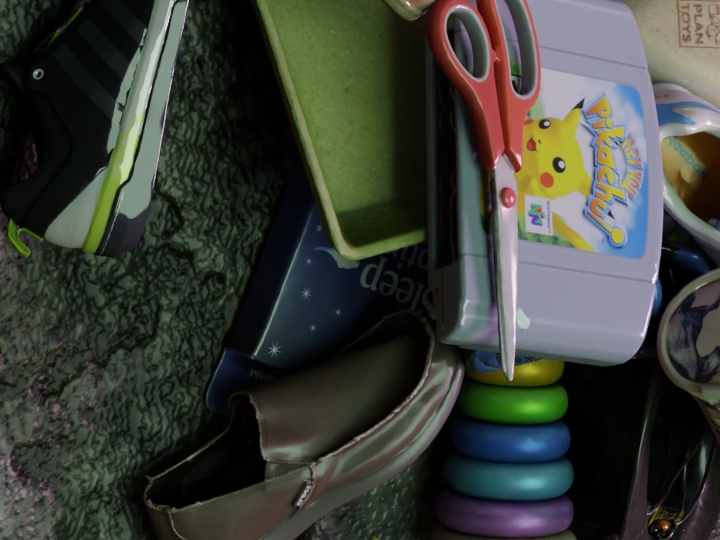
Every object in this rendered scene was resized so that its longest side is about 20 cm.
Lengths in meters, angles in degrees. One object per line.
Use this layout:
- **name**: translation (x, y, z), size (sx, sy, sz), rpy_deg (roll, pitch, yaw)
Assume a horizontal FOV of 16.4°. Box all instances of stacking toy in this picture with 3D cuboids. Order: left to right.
- **stacking toy**: translation (0.085, 0.069, 1.428), size (0.085, 0.085, 0.200), rpy_deg (-4, 98, -38)

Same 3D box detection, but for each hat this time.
- **hat**: translation (0.161, 0.100, 1.479), size (0.201, 0.081, 0.201), rpy_deg (-40, 138, -49)

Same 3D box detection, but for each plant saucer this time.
- **plant saucer**: translation (0.028, -0.115, 1.315), size (0.200, 0.048, 0.200), rpy_deg (-16, 87, -34)

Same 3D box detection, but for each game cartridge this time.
- **game cartridge**: translation (0.096, -0.054, 1.294), size (0.133, 0.040, 0.200), rpy_deg (9, 73, -35)

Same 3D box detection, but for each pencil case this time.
- **pencil case**: translation (0.220, 0.067, 1.393), size (0.200, 0.078, 0.090), rpy_deg (51, 34, -61)

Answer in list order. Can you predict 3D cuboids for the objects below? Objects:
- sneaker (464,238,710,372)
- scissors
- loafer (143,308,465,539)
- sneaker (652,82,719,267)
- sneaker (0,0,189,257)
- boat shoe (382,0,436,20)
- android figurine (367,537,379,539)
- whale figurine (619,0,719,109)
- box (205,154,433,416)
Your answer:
- **sneaker**: translation (0.121, 0.008, 1.353), size (0.200, 0.078, 0.075), rpy_deg (-19, 105, -50)
- **scissors**: translation (0.076, -0.048, 1.249), size (0.073, 0.014, 0.200), rpy_deg (-11, 88, -46)
- **loafer**: translation (-0.031, 0.087, 1.310), size (0.200, 0.073, 0.071), rpy_deg (-41, 130, -4)
- **sneaker**: translation (0.224, -0.021, 1.380), size (0.200, 0.081, 0.077), rpy_deg (36, 100, -10)
- **sneaker**: translation (-0.132, -0.103, 1.210), size (0.083, 0.072, 0.200), rpy_deg (11, 79, -9)
- **boat shoe**: translation (0.040, -0.218, 1.265), size (0.071, 0.064, 0.200), rpy_deg (40, 47, -44)
- **android figurine**: translation (-0.028, 0.240, 1.342), size (0.200, 0.041, 0.182), rpy_deg (-61, 145, -15)
- **whale figurine**: translation (0.188, -0.128, 1.453), size (0.200, 0.104, 0.159), rpy_deg (0, 80, -17)
- **box**: translation (0.000, 0.000, 1.368), size (0.121, 0.032, 0.200), rpy_deg (22, 88, -40)
